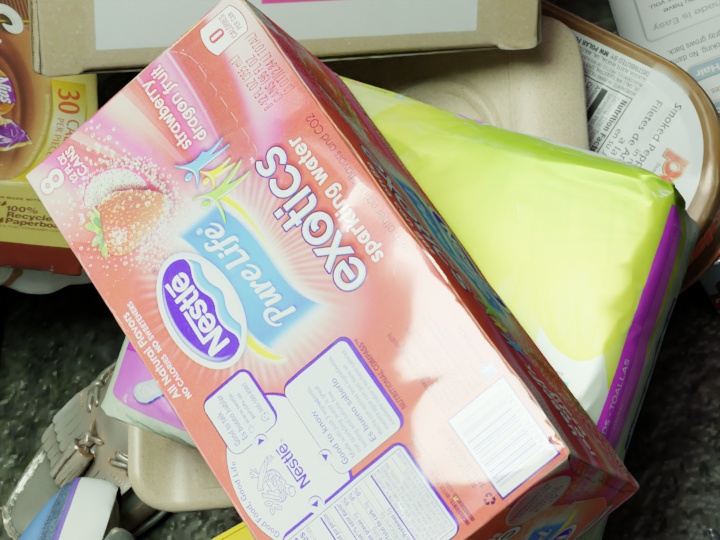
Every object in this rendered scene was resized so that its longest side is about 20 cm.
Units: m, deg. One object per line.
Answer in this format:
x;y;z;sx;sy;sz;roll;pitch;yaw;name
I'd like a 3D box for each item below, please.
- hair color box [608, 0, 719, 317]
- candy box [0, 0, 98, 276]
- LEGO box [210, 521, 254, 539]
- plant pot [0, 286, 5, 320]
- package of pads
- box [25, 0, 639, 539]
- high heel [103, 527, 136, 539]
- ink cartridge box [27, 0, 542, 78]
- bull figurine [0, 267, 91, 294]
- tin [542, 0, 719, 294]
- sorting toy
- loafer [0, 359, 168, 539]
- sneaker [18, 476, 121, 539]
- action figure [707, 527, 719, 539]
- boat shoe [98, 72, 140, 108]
0.171;-0.091;0.879;0.098;0.061;0.201;-20;62;14;hair color box
-0.174;-0.092;0.863;0.116;0.057;0.201;6;47;-15;candy box
0.009;0.205;0.759;0.077;0.149;0.201;-29;60;6;LEGO box
-0.270;-0.007;0.941;0.176;0.200;0.201;0;67;9;plant pot
0.014;0.013;0.758;0.199;0.068;0.156;16;83;23;package of pads
-0.010;0.021;0.677;0.102;0.095;0.200;-40;67;9;box
-0.072;0.210;0.762;0.142;0.071;0.202;23;107;32;high heel
-0.039;-0.145;0.816;0.198;0.076;0.165;-4;26;-11;ink cartridge box
-0.113;-0.042;0.920;0.198;0.065;0.122;-1;57;-25;bull figurine
0.067;-0.057;0.853;0.199;0.042;0.112;31;87;30;tin
0.000;0.000;0.825;0.198;0.036;0.187;-8;73;19;sorting toy
-0.088;0.056;0.910;0.199;0.063;0.072;-38;61;2;loafer
-0.198;0.157;0.838;0.145;0.081;0.201;20;66;4;sneaker
0.236;0.113;0.743;0.199;0.102;0.120;-18;51;14;action figure
-0.047;-0.141;0.976;0.200;0.072;0.061;-20;66;14;boat shoe
